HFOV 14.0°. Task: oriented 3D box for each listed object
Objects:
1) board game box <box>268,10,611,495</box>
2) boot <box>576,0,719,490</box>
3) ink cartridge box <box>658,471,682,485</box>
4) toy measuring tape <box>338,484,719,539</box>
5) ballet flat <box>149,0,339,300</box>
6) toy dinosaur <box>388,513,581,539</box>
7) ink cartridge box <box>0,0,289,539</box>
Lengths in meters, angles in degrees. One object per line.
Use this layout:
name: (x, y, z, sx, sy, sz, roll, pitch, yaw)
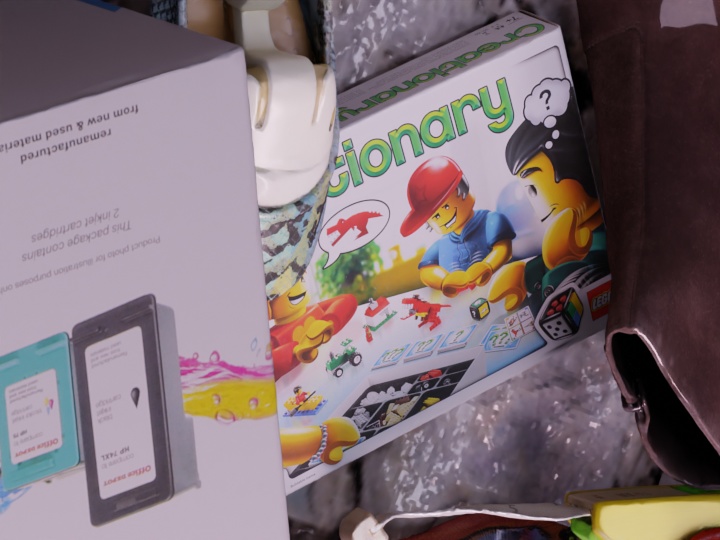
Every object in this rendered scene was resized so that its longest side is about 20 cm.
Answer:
board game box: (0.000, 0.000, 1.094, 0.199, 0.035, 0.127, -27, 117, -21)
boot: (0.115, -0.040, 1.082, 0.201, 0.072, 0.167, 61, 32, -37)
ink cartridge box: (0.188, 0.054, 1.184, 0.059, 0.104, 0.201, 13, 99, -34)
toy measuring tape: (0.092, 0.118, 1.100, 0.198, 0.074, 0.074, -3, 108, -13)
ballet flat: (-0.037, -0.087, 1.000, 0.074, 0.074, 0.202, -9, 98, -28)
toy dinosaur: (0.009, 0.125, 1.104, 0.182, 0.105, 0.201, -51, 121, -39)
ink cartridge box: (-0.125, 0.027, 0.951, 0.145, 0.146, 0.201, -20, 116, -33)
